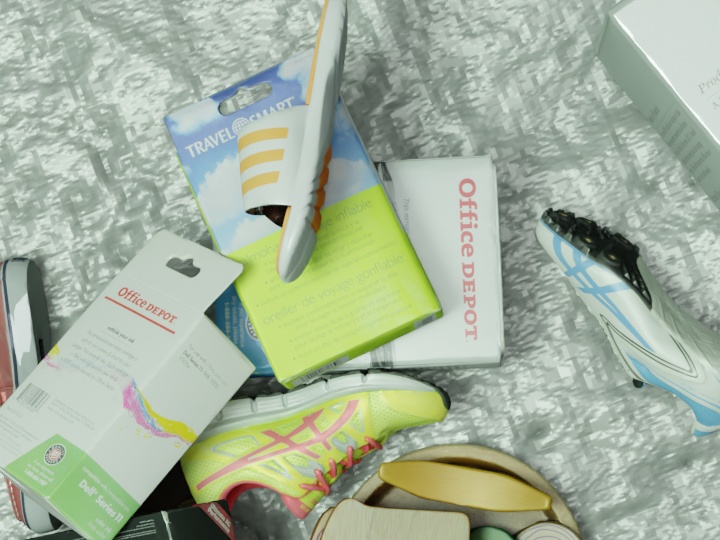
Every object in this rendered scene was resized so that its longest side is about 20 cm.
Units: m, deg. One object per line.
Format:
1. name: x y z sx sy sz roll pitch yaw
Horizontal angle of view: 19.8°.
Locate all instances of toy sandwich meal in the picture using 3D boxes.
1. toy sandwich meal: 0.060 0.213 1.441 0.205 0.070 0.206 0 85 4

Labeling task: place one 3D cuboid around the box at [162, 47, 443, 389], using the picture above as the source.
1. box: -0.040 -0.035 1.396 0.122 0.048 0.200 -25 80 0

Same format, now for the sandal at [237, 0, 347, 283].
1. sandal: -0.048 -0.091 1.347 0.059 0.079 0.207 7 72 4

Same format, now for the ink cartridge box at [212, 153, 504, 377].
1. ink cartridge box: 0.000 0.000 1.456 0.200 0.084 0.145 -3 83 4

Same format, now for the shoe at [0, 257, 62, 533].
1. shoe: -0.267 0.094 1.477 0.091 0.071 0.200 -9 79 5

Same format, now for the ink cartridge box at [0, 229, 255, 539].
1. ink cartridge box: -0.153 0.076 1.385 0.200 0.117 0.067 -50 128 -13

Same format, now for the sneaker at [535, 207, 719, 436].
1. sneaker: 0.192 0.036 1.451 0.200 0.072 0.073 45 116 13

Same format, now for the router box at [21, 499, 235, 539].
1. router box: -0.162 0.246 1.406 0.200 0.062 0.150 -16 83 40

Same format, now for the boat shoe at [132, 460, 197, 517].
1. boat shoe: -0.125 0.198 1.457 0.070 0.070 0.200 -19 83 2

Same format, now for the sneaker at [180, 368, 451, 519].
1. sneaker: -0.031 0.126 1.437 0.200 0.078 0.090 -14 74 9

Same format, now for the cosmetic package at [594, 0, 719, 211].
1. cosmetic package: 0.287 -0.135 1.407 0.165 0.165 0.200 -37 84 0
